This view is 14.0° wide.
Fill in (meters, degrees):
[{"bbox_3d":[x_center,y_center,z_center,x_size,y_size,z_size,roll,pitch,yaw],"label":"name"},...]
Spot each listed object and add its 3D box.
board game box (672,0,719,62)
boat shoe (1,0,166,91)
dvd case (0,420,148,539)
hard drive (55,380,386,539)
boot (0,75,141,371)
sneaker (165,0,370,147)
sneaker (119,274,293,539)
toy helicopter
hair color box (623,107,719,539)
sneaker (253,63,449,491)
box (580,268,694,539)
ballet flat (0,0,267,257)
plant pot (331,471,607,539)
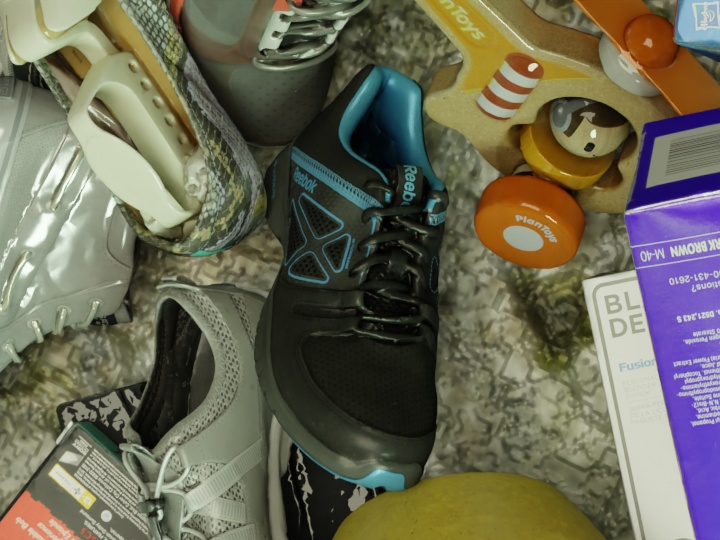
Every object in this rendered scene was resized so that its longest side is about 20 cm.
[{"bbox_3d":[0.176,-0.180,1.173,0.056,0.196,0.201,8,92,13],"label":"board game box"},{"bbox_3d":[-0.089,-0.144,1.279,0.200,0.075,0.060,-58,39,21],"label":"boat shoe"},{"bbox_3d":[-0.132,0.188,1.303,0.146,0.022,0.200,40,99,9],"label":"dvd case"},{"bbox_3d":[-0.046,0.140,1.312,0.139,0.038,0.201,-15,87,13],"label":"hard drive"},{"bbox_3d":[-0.149,0.017,1.316,0.095,0.074,0.201,16,113,-10],"label":"boot"},{"bbox_3d":[-0.032,-0.120,1.233,0.077,0.201,0.082,-22,47,-20],"label":"sneaker"},{"bbox_3d":[-0.075,0.097,1.231,0.075,0.082,0.201,-15,63,40],"label":"sneaker"},{"bbox_3d":[0.069,-0.091,1.193,0.132,0.200,0.079,-13,44,44],"label":"toy helicopter"},{"bbox_3d":[0.153,0.046,1.137,0.064,0.109,0.201,-11,108,14],"label":"hair color box"},{"bbox_3d":[0.000,0.000,1.223,0.073,0.201,0.082,13,135,-25],"label":"sneaker"},{"bbox_3d":[0.170,0.088,1.250,0.116,0.060,0.201,-10,89,12],"label":"box"},{"bbox_3d":[-0.111,-0.091,1.237,0.072,0.072,0.201,-32,96,11],"label":"ballet flat"},{"bbox_3d":[0.047,0.169,1.203,0.199,0.200,0.143,-16,58,12],"label":"plant pot"}]
